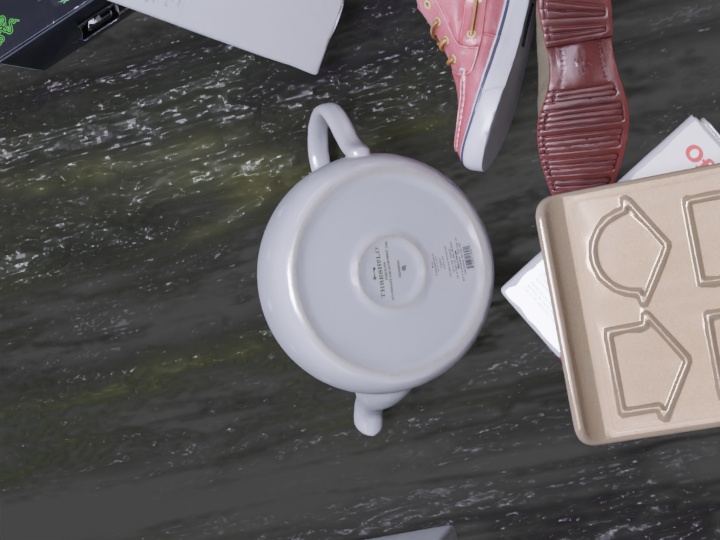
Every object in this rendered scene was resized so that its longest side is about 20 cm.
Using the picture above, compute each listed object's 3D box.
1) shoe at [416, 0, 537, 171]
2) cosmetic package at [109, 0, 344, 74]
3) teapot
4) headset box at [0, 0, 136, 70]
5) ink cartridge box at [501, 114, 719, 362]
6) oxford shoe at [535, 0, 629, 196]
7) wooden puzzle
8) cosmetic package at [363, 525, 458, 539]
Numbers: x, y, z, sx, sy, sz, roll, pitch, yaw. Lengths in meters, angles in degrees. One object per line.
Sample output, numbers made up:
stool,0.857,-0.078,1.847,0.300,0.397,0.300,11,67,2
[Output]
shoe,0.085,-0.183,1.237,0.091,0.071,0.201,15,90,15
cosmetic package,-0.114,-0.234,1.226,0.074,0.200,0.102,32,102,56
teapot,0.000,0.000,1.230,0.197,0.146,0.200,36,78,-14
headset box,-0.258,-0.286,1.309,0.174,0.093,0.200,-29,85,14
ink cartridge box,0.232,0.000,1.194,0.200,0.084,0.144,-43,82,13
oxford shoe,0.171,-0.147,1.218,0.070,0.075,0.200,-1,111,2
wooden puzzle,0.240,0.021,1.129,0.200,0.046,0.186,-10,91,9
cosmetic package,-0.005,0.305,1.206,0.165,0.200,0.165,-11,89,13
